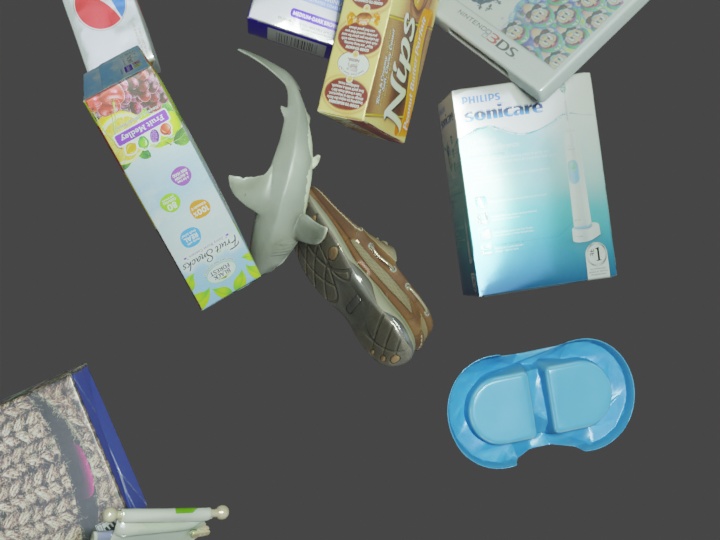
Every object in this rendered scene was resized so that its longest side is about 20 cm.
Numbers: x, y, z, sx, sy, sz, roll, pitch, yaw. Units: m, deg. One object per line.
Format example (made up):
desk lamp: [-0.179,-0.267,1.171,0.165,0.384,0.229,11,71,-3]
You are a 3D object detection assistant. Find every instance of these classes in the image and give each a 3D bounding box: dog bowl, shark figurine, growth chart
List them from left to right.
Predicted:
growth chart: [-0.226,0.279,0.874,0.143,0.018,0.201,15,123,-41]
shark figurine: [-0.086,-0.101,0.898,0.088,0.127,0.220,4,92,-29]
dog bowl: [0.180,0.133,0.978,0.195,0.050,0.114,-10,91,-6]

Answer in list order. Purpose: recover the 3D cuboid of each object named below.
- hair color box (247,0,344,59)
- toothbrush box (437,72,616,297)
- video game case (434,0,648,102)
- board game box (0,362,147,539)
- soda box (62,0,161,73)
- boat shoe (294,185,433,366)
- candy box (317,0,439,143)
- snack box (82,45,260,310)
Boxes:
hair color box: [-0.035,-0.323,0.945,0.107,0.065,0.204,15,87,-6]
toothbrush box: [0.165,-0.084,0.957,0.143,0.085,0.205,-9,92,-6]
video game case: [0.186,-0.284,0.941,0.200,0.024,0.182,-43,58,-4]
board game box: [-0.325,0.205,0.893,0.197,0.097,0.162,-24,93,-6]
soda box: [-0.258,-0.282,0.918,0.067,0.064,0.204,-19,93,-6]
boat shoe: [0.000,0.000,0.953,0.071,0.076,0.202,-30,84,-39]
candy box: [0.026,-0.235,0.914,0.054,0.115,0.204,16,93,23]
snack box: [-0.171,-0.088,0.849,0.067,0.169,0.203,-27,114,-6]
